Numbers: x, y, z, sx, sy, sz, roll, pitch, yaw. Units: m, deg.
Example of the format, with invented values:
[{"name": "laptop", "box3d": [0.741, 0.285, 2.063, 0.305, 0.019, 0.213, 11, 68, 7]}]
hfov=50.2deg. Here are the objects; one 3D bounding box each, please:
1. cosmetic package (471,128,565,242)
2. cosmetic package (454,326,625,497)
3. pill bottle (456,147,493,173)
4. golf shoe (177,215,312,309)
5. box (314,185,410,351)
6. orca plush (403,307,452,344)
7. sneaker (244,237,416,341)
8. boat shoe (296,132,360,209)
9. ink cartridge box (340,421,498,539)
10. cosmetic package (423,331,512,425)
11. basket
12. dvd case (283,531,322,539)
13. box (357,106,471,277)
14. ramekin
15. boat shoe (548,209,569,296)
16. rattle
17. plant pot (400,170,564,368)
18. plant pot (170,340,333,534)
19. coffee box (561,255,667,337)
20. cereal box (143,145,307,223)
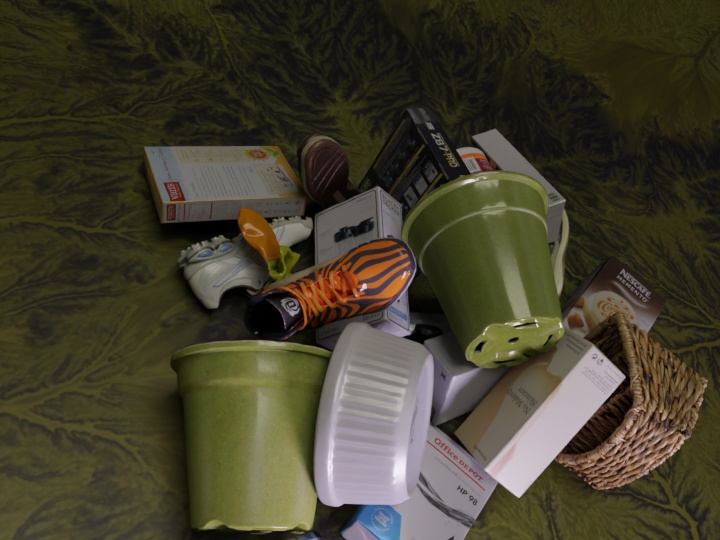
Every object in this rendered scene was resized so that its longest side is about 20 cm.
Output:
[{"name": "cosmetic package", "box3d": [0.240, -0.131, 1.209, 0.050, 0.083, 0.200, -20, 48, -14]}, {"name": "cosmetic package", "box3d": [0.221, 0.170, 0.963, 0.071, 0.105, 0.200, 41, 90, -21]}, {"name": "pill bottle", "box3d": [0.180, -0.077, 1.169, 0.114, 0.114, 0.201, -12, 64, -28]}, {"name": "golf shoe", "box3d": [-0.143, -0.011, 1.036, 0.200, 0.078, 0.098, -22, 91, -30]}, {"name": "box", "box3d": [0.000, 0.000, 1.031, 0.060, 0.116, 0.201, 31, 46, -46]}, {"name": "orca plush", "box3d": [0.104, 0.097, 1.075, 0.199, 0.071, 0.105, -4, 16, -32]}, {"name": "sneaker", "box3d": [-0.039, 0.031, 0.816, 0.078, 0.200, 0.112, 63, 27, 5]}, {"name": "boat shoe", "box3d": [-0.059, -0.135, 1.074, 0.075, 0.202, 0.075, -45, 67, -9]}, {"name": "ink cartridge box", "box3d": [0.083, 0.272, 0.933, 0.116, 0.067, 0.200, 39, 53, 6]}, {"name": "cosmetic package", "box3d": [0.170, 0.123, 1.036, 0.199, 0.102, 0.074, -13, 46, -30]}, {"name": "basket", "box3d": [0.318, 0.181, 1.004, 0.149, 0.200, 0.143, 39, 51, 3]}, {"name": "dvd case", "box3d": [-0.128, 0.357, 0.775, 0.199, 0.018, 0.143, -7, 97, -25]}, {"name": "box", "box3d": [0.073, -0.103, 1.088, 0.049, 0.200, 0.162, -14, 64, -34]}, {"name": "ramekin", "box3d": [0.021, 0.162, 0.845, 0.094, 0.203, 0.203, 8, 52, 13]}, {"name": "boat shoe", "box3d": [0.283, -0.035, 1.210, 0.065, 0.073, 0.201, 20, 54, -15]}, {"name": "rattle", "box3d": [-0.049, -0.037, 0.932, 0.130, 0.200, 0.143, -1, 76, -35]}, {"name": "plant pot", "box3d": [0.167, 0.013, 0.963, 0.199, 0.200, 0.191, 1, 55, -21]}, {"name": "plant pot", "box3d": [-0.114, 0.192, 0.845, 0.200, 0.200, 0.185, 7, 68, -18]}, {"name": "coffee box", "box3d": [0.360, 0.083, 1.160, 0.114, 0.080, 0.200, 42, 53, 7]}, {"name": "cereal box", "box3d": [-0.190, -0.123, 1.069, 0.199, 0.040, 0.144, -5, 40, -23]}]
